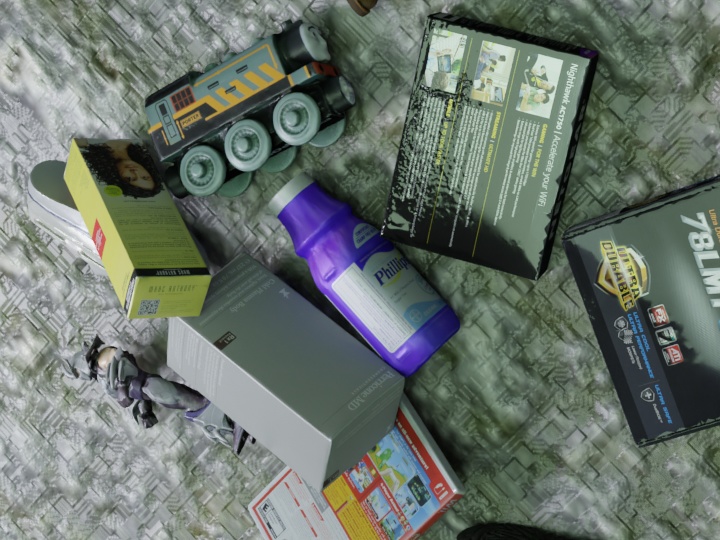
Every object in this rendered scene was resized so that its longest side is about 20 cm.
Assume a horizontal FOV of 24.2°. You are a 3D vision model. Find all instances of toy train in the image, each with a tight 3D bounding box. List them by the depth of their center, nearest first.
[{"bbox_3d":[-0.102,-0.142,1.509,0.199,0.085,0.115,-27,83,22],"label":"toy train"}]

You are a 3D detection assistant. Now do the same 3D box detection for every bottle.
[{"bbox_3d":[0.000,0.000,1.499,0.200,0.083,0.065,48,122,5],"label":"bottle"}]

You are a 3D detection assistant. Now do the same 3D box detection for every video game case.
[{"bbox_3d":[-0.007,0.211,1.547,0.200,0.017,0.143,-46,57,20],"label":"video game case"}]

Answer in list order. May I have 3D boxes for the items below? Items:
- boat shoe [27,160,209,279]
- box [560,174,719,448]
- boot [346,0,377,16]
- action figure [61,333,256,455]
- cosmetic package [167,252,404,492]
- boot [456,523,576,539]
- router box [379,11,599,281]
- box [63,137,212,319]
[{"bbox_3d":[-0.232,-0.027,1.590,0.199,0.071,0.070,29,136,7],"label":"boat shoe"},{"bbox_3d":[0.296,0.028,1.424,0.197,0.050,0.202,-18,96,22],"label":"box"},{"bbox_3d":[-0.008,-0.322,1.445,0.075,0.074,0.202,-15,94,11],"label":"boot"},{"bbox_3d":[-0.191,0.114,1.575,0.198,0.130,0.070,16,82,10],"label":"action figure"},{"bbox_3d":[-0.069,0.090,1.500,0.199,0.107,0.091,34,142,22],"label":"cosmetic package"},{"bbox_3d":[0.164,0.343,1.532,0.180,0.073,0.202,12,112,18],"label":"boot"},{"bbox_3d":[0.110,-0.107,1.455,0.148,0.051,0.202,16,106,13],"label":"router box"},{"bbox_3d":[-0.203,-0.041,1.505,0.201,0.075,0.050,58,139,40],"label":"box"}]
